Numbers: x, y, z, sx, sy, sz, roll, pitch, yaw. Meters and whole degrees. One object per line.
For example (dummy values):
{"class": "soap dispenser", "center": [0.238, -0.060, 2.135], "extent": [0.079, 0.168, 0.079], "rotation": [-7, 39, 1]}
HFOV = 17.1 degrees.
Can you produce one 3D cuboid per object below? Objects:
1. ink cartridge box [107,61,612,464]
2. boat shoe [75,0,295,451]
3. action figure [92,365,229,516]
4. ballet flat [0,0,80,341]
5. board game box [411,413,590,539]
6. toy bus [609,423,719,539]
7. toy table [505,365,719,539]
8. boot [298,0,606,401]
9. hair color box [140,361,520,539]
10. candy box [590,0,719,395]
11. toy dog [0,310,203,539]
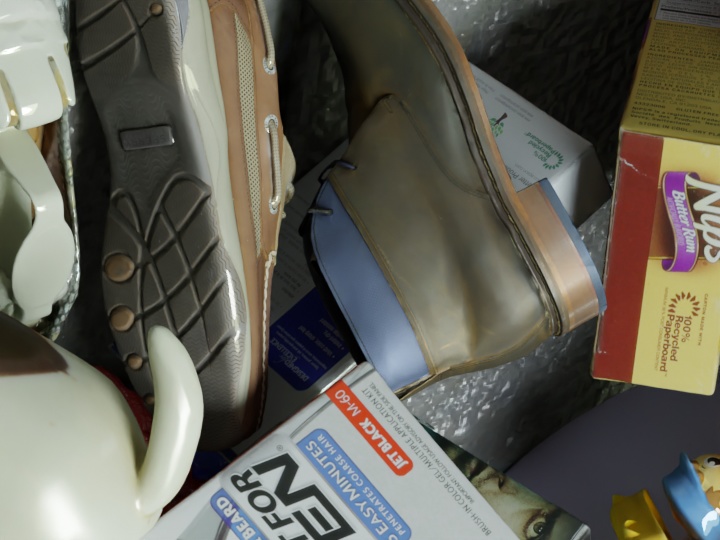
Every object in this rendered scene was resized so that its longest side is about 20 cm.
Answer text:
{"class": "ink cartridge box", "center": [0.000, 0.000, 0.998], "extent": [0.200, 0.099, 0.039], "rotation": [-40, 138, -11]}
{"class": "boat shoe", "center": [-0.055, -0.031, 0.922], "extent": [0.072, 0.076, 0.200], "rotation": [-14, 104, -46]}
{"class": "action figure", "center": [-0.091, 0.078, 1.008], "extent": [0.200, 0.099, 0.065], "rotation": [-2, 117, -64]}
{"class": "ballet flat", "center": [-0.129, -0.053, 0.880], "extent": [0.072, 0.072, 0.201], "rotation": [-19, 127, -30]}
{"class": "board game box", "center": [-0.021, 0.141, 0.939], "extent": [0.200, 0.135, 0.028], "rotation": [-47, 152, -27]}
{"class": "toy bus", "center": [0.164, 0.141, 1.036], "extent": [0.192, 0.136, 0.200], "rotation": [-7, 99, 4]}
{"class": "toy table", "center": [0.139, 0.151, 1.165], "extent": [0.200, 0.184, 0.117], "rotation": [-30, 122, 12]}
{"class": "boot", "center": [0.003, -0.045, 0.930], "extent": [0.097, 0.200, 0.075], "rotation": [-32, 172, -9]}
{"class": "hair color box", "center": [-0.041, 0.138, 0.867], "extent": [0.200, 0.111, 0.064], "rotation": [-38, 169, -22]}
{"class": "candy box", "center": [0.141, -0.048, 1.031], "extent": [0.200, 0.056, 0.117], "rotation": [-64, 161, -59]}
{"class": "toy dog", "center": [-0.173, 0.036, 0.830], "extent": [0.194, 0.200, 0.140], "rotation": [-31, -174, 30]}
